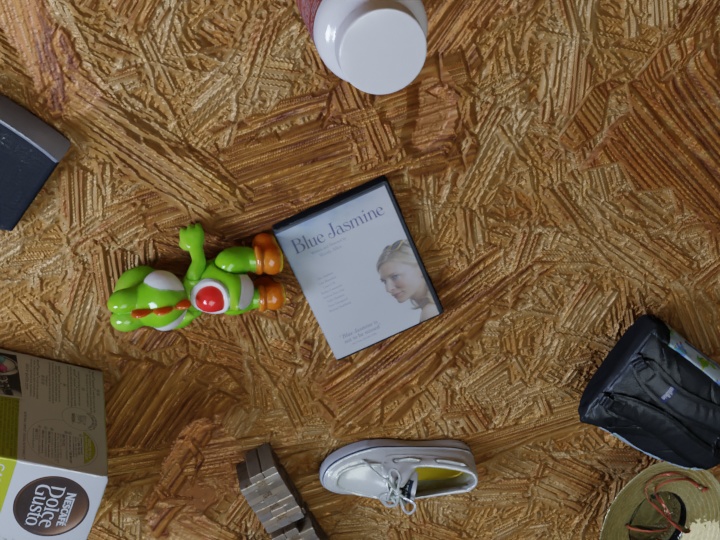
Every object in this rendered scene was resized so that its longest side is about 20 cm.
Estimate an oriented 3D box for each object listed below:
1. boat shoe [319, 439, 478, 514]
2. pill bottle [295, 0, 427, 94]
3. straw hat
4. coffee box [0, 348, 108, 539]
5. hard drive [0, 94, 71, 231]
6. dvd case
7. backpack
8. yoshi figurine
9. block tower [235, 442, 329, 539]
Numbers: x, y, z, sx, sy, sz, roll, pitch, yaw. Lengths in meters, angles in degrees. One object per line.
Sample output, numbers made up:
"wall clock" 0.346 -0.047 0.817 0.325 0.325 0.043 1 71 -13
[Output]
"boat shoe" 0.052 0.264 1.751 0.200 0.086 0.075 0 120 -13
"pill bottle" 0.002 -0.249 1.373 0.111 0.200 0.113 -5 121 -9
"straw hat" 0.387 0.328 1.868 0.199 0.085 0.203 -5 109 -15
"coffee box" -0.400 0.227 1.558 0.196 0.200 0.201 14 116 -20
"hard drive" -0.414 -0.128 1.441 0.199 0.042 0.135 31 109 -26
"dvd case" 0.000 0.000 1.626 0.142 0.018 0.201 -24 122 2
"backpack" 0.391 0.160 1.749 0.199 0.154 0.164 32 108 -4
"yoshi figurine" -0.190 0.015 1.564 0.199 0.113 0.112 -13 164 -21
"block tower" -0.092 0.310 1.765 0.054 0.058 0.201 -25 120 3
